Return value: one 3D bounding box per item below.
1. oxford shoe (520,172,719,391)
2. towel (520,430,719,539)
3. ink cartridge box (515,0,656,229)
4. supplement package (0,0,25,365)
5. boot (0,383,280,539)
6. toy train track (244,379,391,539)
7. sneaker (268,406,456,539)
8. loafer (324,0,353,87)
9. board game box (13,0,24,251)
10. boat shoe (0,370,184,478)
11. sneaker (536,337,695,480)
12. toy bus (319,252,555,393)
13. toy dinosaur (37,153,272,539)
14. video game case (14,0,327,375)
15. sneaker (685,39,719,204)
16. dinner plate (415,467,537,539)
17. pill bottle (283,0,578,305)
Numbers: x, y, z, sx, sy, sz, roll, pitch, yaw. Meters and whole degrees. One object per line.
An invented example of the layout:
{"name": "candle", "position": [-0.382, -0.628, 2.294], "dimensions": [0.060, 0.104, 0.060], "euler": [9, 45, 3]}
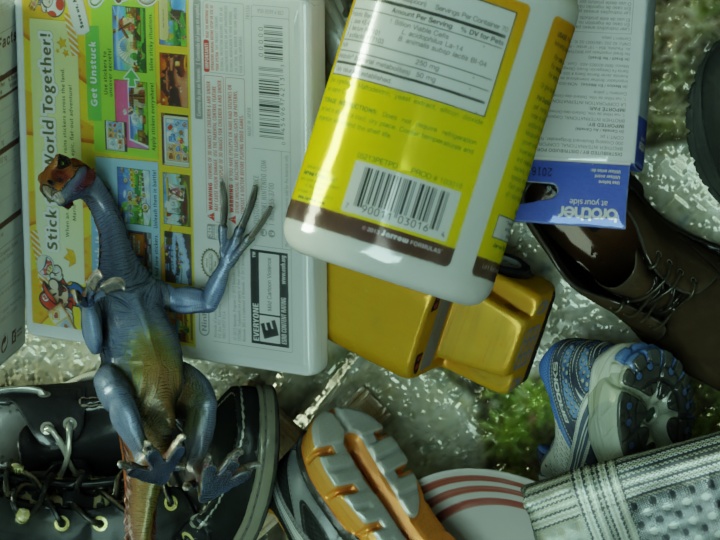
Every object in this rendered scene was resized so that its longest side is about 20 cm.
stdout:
{"name": "oxford shoe", "position": [0.156, 0.012, 1.572], "dimensions": [0.200, 0.084, 0.073], "euler": [37, 110, -1]}
{"name": "towel", "position": [0.196, 0.180, 1.537], "dimensions": [0.192, 0.035, 0.201], "euler": [-15, 103, 8]}
{"name": "ink cartridge box", "position": [0.090, -0.122, 1.535], "dimensions": [0.119, 0.042, 0.201], "euler": [4, 85, 13]}
{"name": "supplement package", "position": [-0.253, -0.043, 1.600], "dimensions": [0.117, 0.117, 0.201], "euler": [5, 108, 15]}
{"name": "boot", "position": [-0.141, 0.126, 1.634], "dimensions": [0.153, 0.074, 0.204], "euler": [13, 136, -20]}
{"name": "toy train track", "position": [-0.002, 0.143, 1.679], "dimensions": [0.200, 0.033, 0.115], "euler": [44, 112, -3]}
{"name": "sneaker", "position": [0.016, 0.173, 1.610], "dimensions": [0.077, 0.078, 0.200], "euler": [-36, 77, 41]}
{"name": "loafer", "position": [-0.040, -0.142, 1.583], "dimensions": [0.070, 0.070, 0.200], "euler": [-40, 86, 24]}
{"name": "board game box", "position": [-0.185, -0.091, 1.650], "dimensions": [0.200, 0.035, 0.136], "euler": [-30, 98, 20]}
{"name": "boat shoe", "position": [-0.184, 0.094, 1.694], "dimensions": [0.199, 0.060, 0.074], "euler": [5, 108, 12]}
{"name": "sneaker", "position": [0.142, 0.116, 1.619], "dimensions": [0.085, 0.077, 0.200], "euler": [20, 132, 42]}
{"name": "toy bus", "position": [0.000, 0.000, 1.599], "dimensions": [0.200, 0.078, 0.065], "euler": [27, 113, 21]}
{"name": "toy dinosaur", "position": [-0.129, 0.036, 1.551], "dimensions": [0.200, 0.105, 0.182], "euler": [-56, 49, 31]}
{"name": "video game case", "position": [-0.100, -0.053, 1.583], "dimensions": [0.182, 0.023, 0.201], "euler": [7, 107, 27]}
{"name": "sneaker", "position": [0.231, -0.029, 1.521], "dimensions": [0.076, 0.091, 0.201], "euler": [-23, 96, -23]}
{"name": "dinner plate", "position": [0.090, 0.193, 1.630], "dimensions": [0.200, 0.024, 0.201], "euler": [16, 122, 28]}
{"name": "pill bottle", "position": [0.040, -0.091, 1.469], "dimensions": [0.109, 0.109, 0.201], "euler": [18, 90, 8]}
